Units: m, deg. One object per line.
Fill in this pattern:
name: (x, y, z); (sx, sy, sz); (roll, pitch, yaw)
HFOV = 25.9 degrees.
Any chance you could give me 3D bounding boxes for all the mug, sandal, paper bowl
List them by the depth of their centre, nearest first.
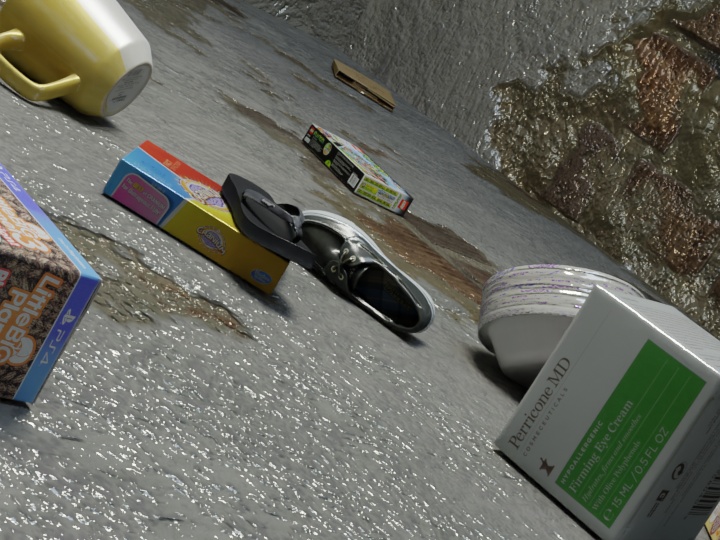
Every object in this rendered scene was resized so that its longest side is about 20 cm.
sandal: (-0.096, -0.062, 1.608); (0.076, 0.043, 0.200); (25, 14, -33)
mug: (-0.335, -0.248, 1.809); (0.153, 0.187, 0.150); (43, -20, 9)
paper bowl: (0.236, 0.078, 1.838); (0.198, 0.106, 0.201); (7, -22, 3)

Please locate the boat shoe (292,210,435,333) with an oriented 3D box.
boat shoe: (0.000, 0.000, 1.761); (0.199, 0.069, 0.057); (36, 12, 6)

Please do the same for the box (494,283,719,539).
box: (0.283, 0.148, 1.561); (0.171, 0.200, 0.199); (39, 13, 33)

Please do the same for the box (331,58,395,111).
box: (0.006, -0.447, 3.751); (0.162, 0.021, 0.200); (31, 12, -11)

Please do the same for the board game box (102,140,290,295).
board game box: (-0.161, -0.058, 1.632); (0.199, 0.041, 0.153); (32, 11, -5)

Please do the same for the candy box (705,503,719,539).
candy box: (0.445, 0.307, 1.700); (0.115, 0.056, 0.200); (32, 12, -3)

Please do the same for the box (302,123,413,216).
box: (-0.006, -0.162, 2.495); (0.109, 0.035, 0.200); (24, 14, -38)

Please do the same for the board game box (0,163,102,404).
board game box: (-0.290, -0.016, 0.966); (0.199, 0.097, 0.159); (19, 18, -48)
